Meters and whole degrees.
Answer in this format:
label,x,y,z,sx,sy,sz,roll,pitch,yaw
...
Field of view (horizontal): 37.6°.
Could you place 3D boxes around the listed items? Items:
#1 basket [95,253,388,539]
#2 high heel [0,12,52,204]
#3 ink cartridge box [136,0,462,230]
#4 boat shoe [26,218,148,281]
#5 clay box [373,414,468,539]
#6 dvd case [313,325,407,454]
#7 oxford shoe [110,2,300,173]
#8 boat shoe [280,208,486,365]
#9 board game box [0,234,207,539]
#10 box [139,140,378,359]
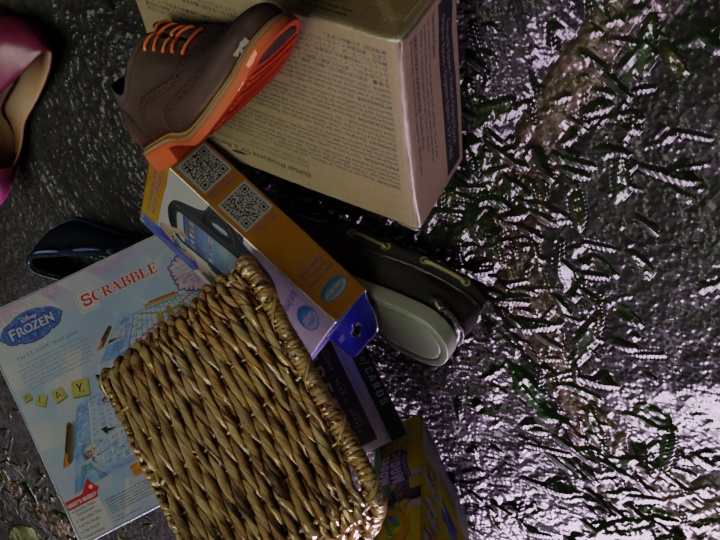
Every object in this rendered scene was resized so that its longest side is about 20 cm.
label,x,y,z,sx,sy,sz,roll,pitch,yaw
basket,-0.061,0.115,0.749,0.149,0.143,0.201,-38,68,12
high heel,-0.308,-0.125,0.918,0.096,0.067,0.201,32,132,28
ink cartridge box,-0.037,-0.133,0.683,0.199,0.075,0.165,22,150,21
boat shoe,-0.214,0.012,0.950,0.199,0.069,0.085,10,126,31
clay box,0.048,0.214,0.814,0.047,0.200,0.115,-20,110,12
dvd case,-0.058,0.103,0.902,0.200,0.025,0.151,-34,79,47
oxford shoe,-0.103,-0.118,0.630,0.073,0.071,0.200,49,148,-11
boat shoe,0.000,0.000,0.790,0.200,0.061,0.072,29,149,28
board game box,-0.175,0.085,0.858,0.201,0.199,0.041,64,170,5
box,-0.076,-0.005,0.777,0.200,0.041,0.119,44,154,5
